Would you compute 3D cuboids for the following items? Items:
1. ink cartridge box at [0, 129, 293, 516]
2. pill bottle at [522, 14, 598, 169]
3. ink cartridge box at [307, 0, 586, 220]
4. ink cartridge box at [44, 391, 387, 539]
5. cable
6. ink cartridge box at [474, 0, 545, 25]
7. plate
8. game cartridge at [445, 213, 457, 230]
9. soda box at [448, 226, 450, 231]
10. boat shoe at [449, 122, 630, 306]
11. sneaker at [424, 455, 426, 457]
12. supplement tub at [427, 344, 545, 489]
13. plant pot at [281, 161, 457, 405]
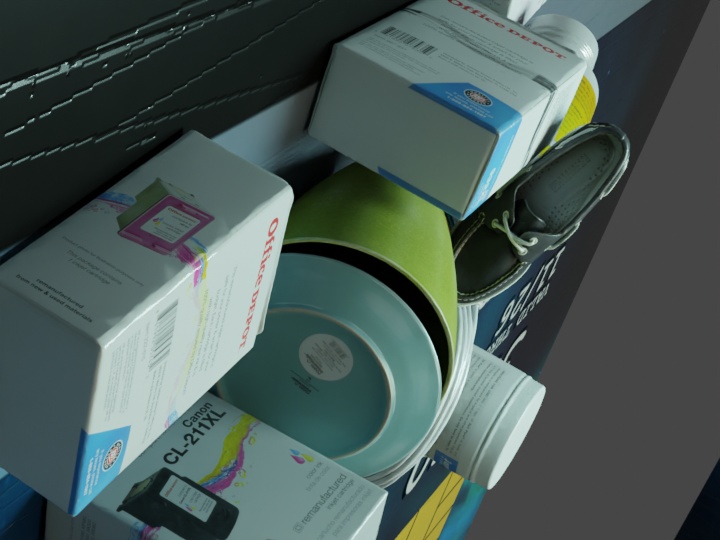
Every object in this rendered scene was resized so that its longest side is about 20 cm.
[{"bbox_3d":[-0.135,0.027,0.887,0.200,0.084,0.145,-43,157,-47],"label":"ink cartridge box"},{"bbox_3d":[0.153,-0.135,1.317,0.104,0.104,0.201,94,18,-58],"label":"pill bottle"},{"bbox_3d":[0.073,-0.138,1.157,0.200,0.145,0.084,-39,155,-54],"label":"ink cartridge box"},{"bbox_3d":[-0.105,0.179,1.044,0.146,0.199,0.083,-45,156,-46],"label":"ink cartridge box"},{"bbox_3d":[0.021,0.088,1.278,0.200,0.069,0.201,-37,-145,42],"label":"cable"},{"bbox_3d":[0.165,-0.320,1.327,0.163,0.057,0.200,-48,165,-40],"label":"ink cartridge box"},{"bbox_3d":[-0.040,0.080,1.076,0.026,0.199,0.201,-65,175,-57],"label":"plate"},{"bbox_3d":[0.111,-0.106,1.373,0.130,0.038,0.201,-42,122,-41],"label":"game cartridge"},{"bbox_3d":[0.081,-0.068,1.425,0.064,0.068,0.200,-31,-169,46],"label":"soda box"},{"bbox_3d":[0.142,-0.046,1.199,0.200,0.074,0.060,-39,-177,1],"label":"boat shoe"},{"bbox_3d":[0.017,0.166,1.424,0.200,0.106,0.075,-67,168,-70],"label":"sneaker"},{"bbox_3d":[0.083,0.132,1.575,0.132,0.199,0.132,-54,163,-24],"label":"supplement tub"},{"bbox_3d":[0.000,0.000,1.158,0.200,0.186,0.188,-68,176,-53],"label":"plant pot"}]
